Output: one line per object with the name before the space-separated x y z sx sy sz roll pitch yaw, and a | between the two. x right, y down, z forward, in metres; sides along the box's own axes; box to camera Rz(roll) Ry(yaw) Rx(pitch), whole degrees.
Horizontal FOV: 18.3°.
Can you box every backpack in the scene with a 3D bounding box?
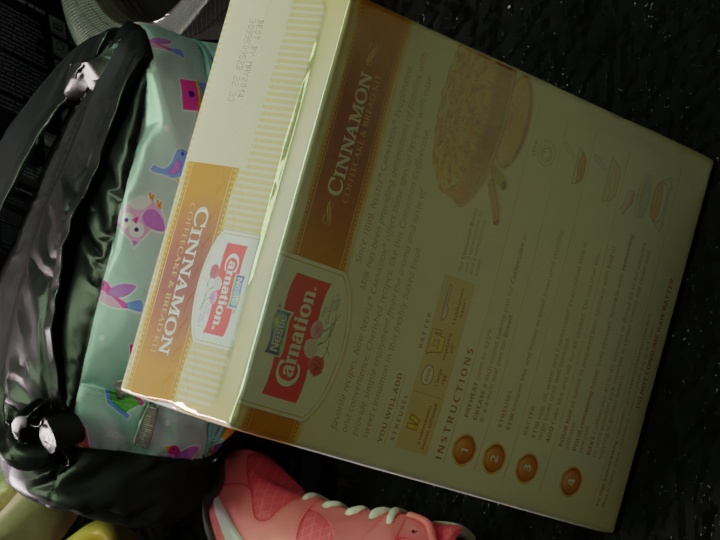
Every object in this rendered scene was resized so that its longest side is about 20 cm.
backpack | -0.093 -0.004 0.965 0.167 0.126 0.202 23 97 61

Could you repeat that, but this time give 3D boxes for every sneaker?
sneaker | 0.009 0.129 0.927 0.087 0.074 0.200 -48 47 6

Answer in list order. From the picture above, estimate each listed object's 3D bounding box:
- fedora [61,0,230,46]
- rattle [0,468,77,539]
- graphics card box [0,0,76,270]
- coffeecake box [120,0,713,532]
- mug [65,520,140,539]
fedora | -0.068 -0.172 1.100 0.177 0.090 0.200 -54 40 19
rattle | -0.191 0.098 0.983 0.200 0.129 0.144 -138 27 -80
graphics card box | -0.165 -0.063 1.142 0.051 0.125 0.201 -32 54 28
coffeecake box | 0.026 0.000 0.839 0.073 0.199 0.155 11 84 50
mug | -0.124 0.199 0.979 0.153 0.149 0.187 -43 67 19
